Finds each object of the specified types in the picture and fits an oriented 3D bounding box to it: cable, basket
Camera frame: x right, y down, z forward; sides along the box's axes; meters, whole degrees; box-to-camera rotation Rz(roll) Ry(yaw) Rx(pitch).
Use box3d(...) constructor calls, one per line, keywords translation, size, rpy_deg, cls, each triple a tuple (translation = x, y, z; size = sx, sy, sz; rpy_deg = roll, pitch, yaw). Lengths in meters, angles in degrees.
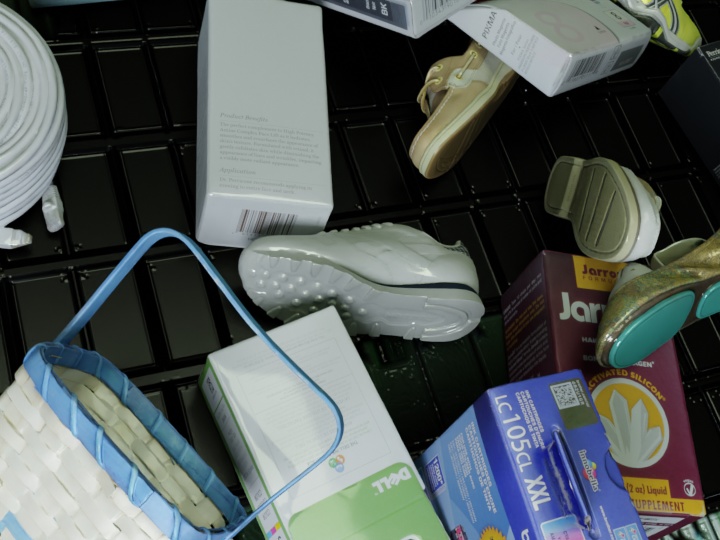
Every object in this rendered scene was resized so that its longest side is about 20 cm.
box3d(translation=(-0.315, -0.117, 0.713), size=(0.197, 0.069, 0.203), rpy_deg=(0, 63, -19), cls="cable")
box3d(translation=(-0.132, 0.098, 0.602), size=(0.200, 0.139, 0.177), rpy_deg=(-43, 80, 4), cls="basket")

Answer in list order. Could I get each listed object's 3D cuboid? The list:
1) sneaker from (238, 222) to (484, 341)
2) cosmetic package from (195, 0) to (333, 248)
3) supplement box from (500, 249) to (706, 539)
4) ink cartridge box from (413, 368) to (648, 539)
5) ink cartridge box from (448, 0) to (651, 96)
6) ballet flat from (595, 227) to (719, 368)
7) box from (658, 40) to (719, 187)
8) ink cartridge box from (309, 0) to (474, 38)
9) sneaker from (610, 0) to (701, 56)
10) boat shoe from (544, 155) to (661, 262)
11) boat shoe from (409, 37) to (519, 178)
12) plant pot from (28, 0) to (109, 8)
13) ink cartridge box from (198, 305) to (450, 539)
box3d(translation=(0.000, 0.000, 0.763), size=(0.197, 0.077, 0.082), rpy_deg=(11, 52, -21), cls="sneaker")
box3d(translation=(-0.081, -0.122, 0.795), size=(0.100, 0.074, 0.203), rpy_deg=(6, 60, -16), cls="cosmetic package")
box3d(translation=(0.180, 0.097, 0.756), size=(0.108, 0.086, 0.203), rpy_deg=(7, 61, -15), cls="supplement box")
box3d(translation=(0.108, 0.155, 0.634), size=(0.075, 0.201, 0.138), rpy_deg=(-8, 65, -22), cls="ink cartridge box")
box3d(translation=(0.149, -0.245, 0.903), size=(0.200, 0.057, 0.162), rpy_deg=(46, 42, 18), cls="ink cartridge box")
box3d(translation=(0.231, 0.014, 0.736), size=(0.198, 0.071, 0.071), rpy_deg=(-22, 71, -28), cls="ballet flat")
box3d(translation=(0.421, -0.167, 0.983), size=(0.198, 0.079, 0.143), rpy_deg=(-19, 73, -26), cls="box")
box3d(translation=(0.036, -0.289, 0.887), size=(0.198, 0.044, 0.198), rpy_deg=(27, 51, 35), cls="ink cartridge box")
box3d(translation=(0.276, -0.283, 0.964), size=(0.199, 0.077, 0.075), rpy_deg=(31, 10, -28), cls="sneaker")
box3d(translation=(0.208, -0.052, 0.797), size=(0.067, 0.076, 0.200), rpy_deg=(14, 17, -8), cls="boat shoe")
box3d(translation=(0.085, -0.154, 0.872), size=(0.066, 0.074, 0.200), rpy_deg=(33, 47, 7), cls="boat shoe")
box3d(translation=(-0.181, -0.355, 0.821), size=(0.197, 0.197, 0.198), rpy_deg=(-6, 64, -30), cls="plant pot")
box3d(translation=(-0.025, 0.137, 0.681), size=(0.103, 0.059, 0.202), rpy_deg=(-19, 71, -26), cls="ink cartridge box")
